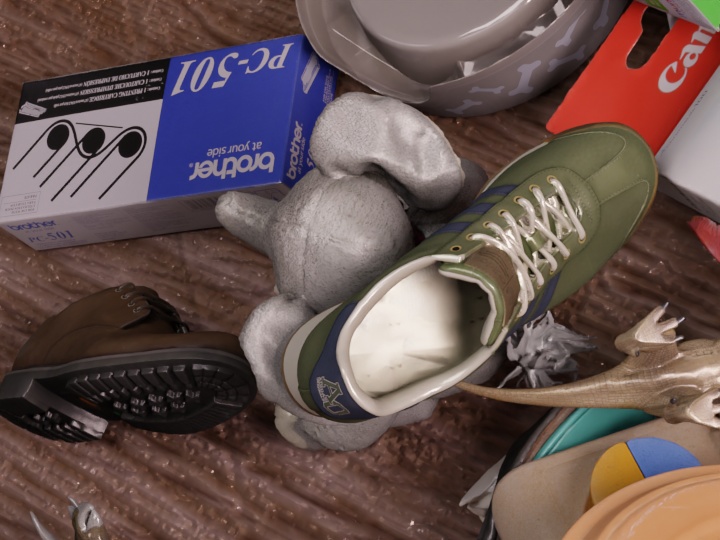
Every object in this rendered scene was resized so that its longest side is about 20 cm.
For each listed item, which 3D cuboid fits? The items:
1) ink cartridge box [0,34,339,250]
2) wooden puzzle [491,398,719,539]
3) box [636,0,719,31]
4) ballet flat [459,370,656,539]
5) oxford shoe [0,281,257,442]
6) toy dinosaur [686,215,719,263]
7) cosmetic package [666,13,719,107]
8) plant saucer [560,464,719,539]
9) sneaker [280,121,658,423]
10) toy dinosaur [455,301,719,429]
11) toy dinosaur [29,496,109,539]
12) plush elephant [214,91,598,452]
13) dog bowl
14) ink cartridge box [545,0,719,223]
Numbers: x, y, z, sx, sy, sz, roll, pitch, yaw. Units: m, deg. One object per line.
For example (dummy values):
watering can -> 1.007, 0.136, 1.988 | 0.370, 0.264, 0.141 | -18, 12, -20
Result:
ink cartridge box -> -0.111, -0.071, 1.413 | 0.200, 0.044, 0.094 | -7, 63, 30
wooden puzzle -> 0.177, 0.125, 1.076 | 0.200, 0.046, 0.185 | -21, 52, -5
box -> 0.089, -0.222, 1.172 | 0.097, 0.200, 0.176 | -54, 39, -4
ballet flat -> 0.071, 0.134, 1.166 | 0.068, 0.068, 0.200 | 1, 59, 53
oxford shoe -> -0.122, 0.041, 1.322 | 0.200, 0.073, 0.084 | -3, 57, 47
toy dinosaur -> 0.239, 0.072, 1.031 | 0.200, 0.105, 0.182 | -1, 55, -9
cosmetic package -> 0.228, -0.139, 1.225 | 0.151, 0.052, 0.200 | -25, 54, 24
plant saucer -> 0.168, 0.148, 0.982 | 0.200, 0.032, 0.200 | 4, 41, -4
sneaker -> 0.058, 0.005, 1.097 | 0.200, 0.067, 0.090 | -35, 9, -7
toy dinosaur -> 0.137, 0.048, 1.110 | 0.200, 0.101, 0.058 | -11, 83, -5
toy dinosaur -> -0.142, 0.223, 1.266 | 0.102, 0.077, 0.200 | 7, 74, 49
plush elephant -> 0.000, 0.000, 1.203 | 0.200, 0.155, 0.165 | 13, 73, 55
dog bowl -> 0.063, -0.173, 1.346 | 0.200, 0.059, 0.200 | -16, 58, 26
ink cartridge box -> 0.185, -0.106, 1.165 | 0.200, 0.047, 0.160 | 32, 86, 45
